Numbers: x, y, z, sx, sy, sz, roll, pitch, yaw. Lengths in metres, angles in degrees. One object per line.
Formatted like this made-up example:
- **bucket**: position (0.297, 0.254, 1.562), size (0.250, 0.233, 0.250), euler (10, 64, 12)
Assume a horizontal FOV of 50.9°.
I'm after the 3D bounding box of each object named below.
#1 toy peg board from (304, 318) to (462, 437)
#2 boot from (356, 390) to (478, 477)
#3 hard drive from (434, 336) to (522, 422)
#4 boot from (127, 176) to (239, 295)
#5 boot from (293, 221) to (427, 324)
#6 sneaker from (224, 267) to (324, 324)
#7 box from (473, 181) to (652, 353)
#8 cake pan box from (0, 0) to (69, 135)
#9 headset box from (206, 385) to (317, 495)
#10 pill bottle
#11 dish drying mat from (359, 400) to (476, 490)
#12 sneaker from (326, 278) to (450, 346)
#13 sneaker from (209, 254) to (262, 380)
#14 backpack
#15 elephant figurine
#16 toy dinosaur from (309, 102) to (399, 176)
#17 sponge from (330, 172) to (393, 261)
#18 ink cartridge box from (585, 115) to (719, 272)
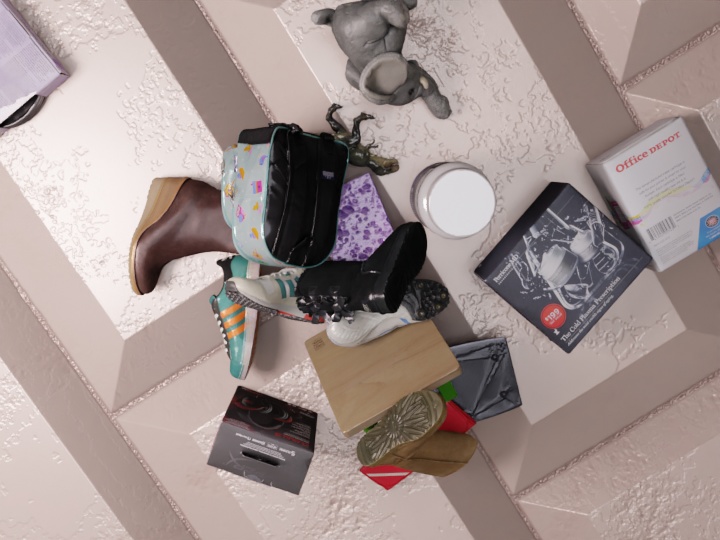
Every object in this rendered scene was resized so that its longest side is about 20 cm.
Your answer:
- **toy peg board**: position (0.042, 0.158, 1.201), size (0.199, 0.199, 0.098), euler (-29, 134, -1)
- **boot**: position (0.113, 0.250, 1.145), size (0.175, 0.066, 0.199), euler (-38, 141, 29)
- **hard drive**: position (0.157, 0.189, 1.260), size (0.199, 0.042, 0.136), euler (-15, 99, 2)
- **boot**: position (-0.268, -0.044, 1.191), size (0.165, 0.072, 0.201), euler (14, 91, 7)
- **boot**: position (0.001, 0.000, 1.150), size (0.162, 0.199, 0.074), euler (-3, 129, 32)
- **sneaker**: position (-0.125, 0.021, 1.180), size (0.199, 0.070, 0.094), euler (21, 78, -44)
- **box**: position (0.317, -0.007, 1.206), size (0.182, 0.104, 0.200), euler (39, 95, -5)
- **cake pan box**: position (-0.579, -0.316, 1.163), size (0.184, 0.052, 0.200), euler (-39, 97, 6)
- **headset box**: position (-0.148, 0.264, 1.183), size (0.148, 0.200, 0.075), euler (20, 97, -4)
- **pill bottle**: position (0.138, -0.106, 1.137), size (0.113, 0.200, 0.115), euler (0, 98, -2)
- **dish drying mat**: position (0.094, 0.292, 1.255), size (0.200, 0.018, 0.077), euler (-41, 114, 17)
- **sneaker**: position (0.041, 0.062, 1.176), size (0.199, 0.072, 0.072), euler (-19, 90, -4)
- **sneaker**: position (-0.205, 0.075, 1.223), size (0.079, 0.071, 0.201), euler (5, 90, -1)
- **backpack**: position (-0.116, -0.102, 1.126), size (0.153, 0.175, 0.201), euler (-3, 85, 38)
- **elephant figurine**: position (0.038, -0.309, 1.150), size (0.154, 0.142, 0.201), euler (2, 117, 27)
- **toy dinosaur**: position (-0.026, -0.213, 1.198), size (0.199, 0.047, 0.089), euler (17, 104, -1)
- **sponge**: position (0.004, -0.041, 1.214), size (0.111, 0.030, 0.201), euler (-23, 90, 4)
- **ink cartridge box**: position (0.475, -0.122, 1.203), size (0.144, 0.085, 0.201), euler (-31, 99, 2)
